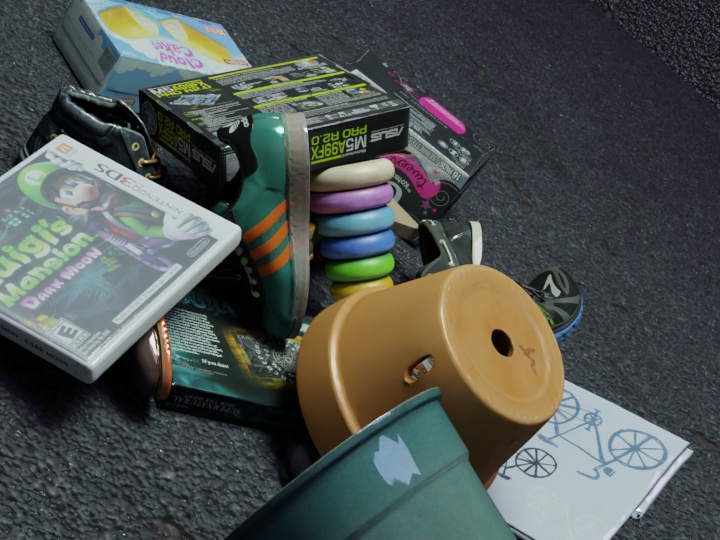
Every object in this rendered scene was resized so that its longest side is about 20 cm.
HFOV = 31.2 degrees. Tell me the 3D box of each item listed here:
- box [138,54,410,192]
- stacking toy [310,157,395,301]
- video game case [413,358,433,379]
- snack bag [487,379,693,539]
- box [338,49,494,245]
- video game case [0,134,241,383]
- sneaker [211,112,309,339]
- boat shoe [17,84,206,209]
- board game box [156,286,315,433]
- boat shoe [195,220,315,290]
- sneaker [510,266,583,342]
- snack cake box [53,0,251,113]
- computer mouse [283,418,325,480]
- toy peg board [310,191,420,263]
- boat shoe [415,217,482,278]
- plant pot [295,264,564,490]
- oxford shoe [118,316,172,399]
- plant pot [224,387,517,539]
[{"bbox_3d":[-0.079,-0.140,1.181,0.200,0.044,0.160,-17,34,-31],"label":"box"},{"bbox_3d":[0.000,0.000,1.189,0.085,0.201,0.085,-7,10,1],"label":"stacking toy"},{"bbox_3d":[0.106,0.127,1.271,0.200,0.018,0.143,8,39,-45],"label":"video game case"},{"bbox_3d":[0.168,0.171,1.139,0.188,0.021,0.200,27,44,27],"label":"snack bag"},{"bbox_3d":[0.035,-0.145,1.514,0.200,0.115,0.132,38,27,4],"label":"box"},{"bbox_3d":[-0.219,-0.017,0.985,0.182,0.023,0.200,27,42,14],"label":"video game case"},{"bbox_3d":[-0.085,-0.035,1.077,0.080,0.200,0.071,-3,22,-9],"label":"sneaker"},{"bbox_3d":[-0.199,-0.086,1.155,0.200,0.091,0.071,25,29,-23],"label":"boat shoe"},{"bbox_3d":[-0.092,0.076,1.095,0.200,0.028,0.135,17,32,-34],"label":"board game box"},{"bbox_3d":[-0.134,-0.010,1.131,0.200,0.070,0.070,2,25,-23],"label":"boat shoe"},{"bbox_3d":[0.155,0.036,1.248,0.200,0.071,0.083,-30,110,-49],"label":"sneaker"},{"bbox_3d":[-0.214,-0.223,1.385,0.200,0.067,0.115,4,41,-48],"label":"snack cake box"},{"bbox_3d":[-0.001,0.110,1.076,0.059,0.034,0.200,48,46,-11],"label":"computer mouse"},{"bbox_3d":[-0.063,-0.086,1.349,0.200,0.098,0.199,47,12,18],"label":"toy peg board"},{"bbox_3d":[0.087,0.024,1.315,0.067,0.072,0.200,13,45,-10],"label":"boat shoe"},{"bbox_3d":[0.067,0.085,1.035,0.200,0.140,0.200,26,46,-30],"label":"plant pot"},{"bbox_3d":[-0.208,0.028,1.008,0.072,0.071,0.200,-13,49,-31],"label":"oxford shoe"},{"bbox_3d":[0.031,0.217,0.861,0.196,0.200,0.200,53,29,12],"label":"plant pot"}]
